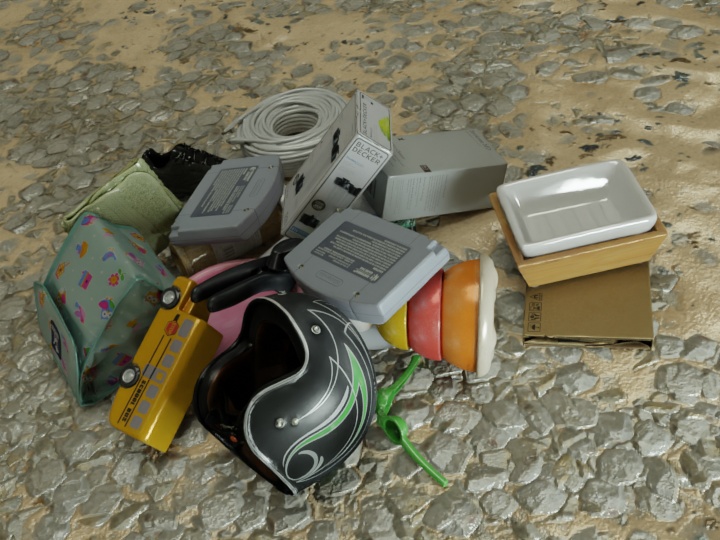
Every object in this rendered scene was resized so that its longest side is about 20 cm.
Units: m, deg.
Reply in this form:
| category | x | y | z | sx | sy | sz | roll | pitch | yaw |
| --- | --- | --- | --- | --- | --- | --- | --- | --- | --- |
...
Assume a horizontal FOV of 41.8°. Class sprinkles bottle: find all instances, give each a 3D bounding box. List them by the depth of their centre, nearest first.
| category | x | y | z | sx | sy | sz | roll | pitch | yaw |
| --- | --- | --- | --- | --- | --- | --- | --- | --- | --- |
| sprinkles bottle | -0.185 | -0.057 | 1.407 | 0.198 | 0.069 | 0.068 | -29 | 43 | -19 |

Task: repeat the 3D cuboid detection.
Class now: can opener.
| category | x | y | z | sx | sy | sz | roll | pitch | yaw |
| --- | --- | --- | --- | --- | --- | --- | --- | --- | --- |
| can opener | -0.145 | 0.009 | 1.209 | 0.063 | 0.080 | 0.199 | 20 | 27 | 31 |

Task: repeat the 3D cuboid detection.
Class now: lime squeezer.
| category | x | y | z | sx | sy | sz | roll | pitch | yaw |
| --- | --- | --- | --- | --- | --- | --- | --- | --- | --- |
| lime squeezer | 0.051 | 0.177 | 1.119 | 0.070 | 0.038 | 0.201 | 14 | 35 | -19 |

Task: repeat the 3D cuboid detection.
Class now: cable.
| category | x | y | z | sx | sy | sz | roll | pitch | yaw |
| --- | --- | --- | --- | --- | --- | --- | --- | --- | --- |
| cable | -0.108 | -0.233 | 1.591 | 0.198 | 0.070 | 0.200 | 20 | 49 | 30 |

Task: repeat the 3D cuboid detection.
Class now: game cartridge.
| category | x | y | z | sx | sy | sz | roll | pitch | yaw |
| --- | --- | --- | --- | --- | --- | --- | --- | --- | --- |
| game cartridge | -0.002 | -0.007 | 1.147 | 0.133 | 0.042 | 0.199 | -45 | 39 | -16 |
| game cartridge | -0.186 | -0.103 | 1.382 | 0.131 | 0.042 | 0.201 | 0 | 36 | 17 |

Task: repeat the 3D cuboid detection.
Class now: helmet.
| category | x | y | z | sx | sy | sz | roll | pitch | yaw |
| --- | --- | --- | --- | --- | --- | --- | --- | --- | --- |
| helmet | -0.074 | 0.130 | 1.062 | 0.198 | 0.201 | 0.191 | 25 | 66 | 35 |

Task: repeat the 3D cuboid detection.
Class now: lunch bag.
| category | x | y | z | sx | sy | sz | roll | pitch | yaw |
| --- | --- | --- | --- | --- | --- | --- | --- | --- | --- |
| lunch bag | -0.348 | 0.054 | 1.248 | 0.201 | 0.121 | 0.170 | -52 | 53 | 10 |

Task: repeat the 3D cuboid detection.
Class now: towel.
| category | x | y | z | sx | sy | sz | roll | pitch | yaw |
| --- | --- | --- | --- | --- | --- | --- | --- | --- | --- |
| towel | -0.324 | -0.068 | 1.339 | 0.148 | 0.200 | 0.037 | -39 | 64 | -3 |

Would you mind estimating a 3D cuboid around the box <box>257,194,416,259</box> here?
| category | x | y | z | sx | sy | sz | roll | pitch | yaw |
| --- | --- | --- | --- | --- | --- | --- | --- | --- | --- |
| box | -0.033 | -0.037 | 1.374 | 0.143 | 0.037 | 0.200 | 24 | 53 | 35 |

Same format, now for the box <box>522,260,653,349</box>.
| category | x | y | z | sx | sy | sz | roll | pitch | yaw |
| --- | --- | --- | --- | --- | --- | --- | --- | --- | --- |
| box | 0.298 | 0.022 | 1.236 | 0.161 | 0.021 | 0.202 | 0 | 42 | 14 |

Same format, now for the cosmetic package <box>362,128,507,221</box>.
| category | x | y | z | sx | sy | sz | roll | pitch | yaw |
| --- | --- | --- | --- | --- | --- | --- | --- | --- | --- |
| cosmetic package | 0.103 | -0.143 | 1.392 | 0.197 | 0.082 | 0.113 | -11 | 40 | -22 |

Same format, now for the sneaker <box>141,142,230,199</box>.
| category | x | y | z | sx | sy | sz | roll | pitch | yaw |
| --- | --- | --- | --- | --- | --- | --- | --- | --- | --- |
| sneaker | -0.267 | -0.162 | 1.531 | 0.196 | 0.092 | 0.077 | -4 | 39 | 7 |

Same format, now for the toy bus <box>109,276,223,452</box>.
| category | x | y | z | sx | sy | sz | roll | pitch | yaw |
| --- | --- | --- | --- | --- | --- | --- | --- | --- | --- |
| toy bus | -0.235 | 0.113 | 1.167 | 0.077 | 0.065 | 0.202 | 17 | 73 | 29 |

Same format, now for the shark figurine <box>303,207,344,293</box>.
| category | x | y | z | sx | sy | sz | roll | pitch | yaw |
| --- | --- | --- | --- | --- | --- | --- | --- | --- | --- |
| shark figurine | -0.018 | -0.002 | 1.245 | 0.214 | 0.129 | 0.089 | -39 | 20 | -33 |

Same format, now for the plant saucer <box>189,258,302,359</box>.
| category | x | y | z | sx | sy | sz | roll | pitch | yaw |
| --- | --- | --- | --- | --- | --- | --- | --- | --- | --- |
| plant saucer | -0.170 | 0.067 | 1.277 | 0.197 | 0.051 | 0.202 | -7 | 40 | 6 |

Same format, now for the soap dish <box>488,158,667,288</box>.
| category | x | y | z | sx | sy | sz | roll | pitch | yaw |
| --- | --- | --- | --- | --- | --- | --- | --- | --- | --- |
| soap dish | 0.285 | -0.062 | 1.256 | 0.197 | 0.082 | 0.159 | -12 | 41 | 0 |

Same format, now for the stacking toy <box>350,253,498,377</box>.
| category | x | y | z | sx | sy | sz | roll | pitch | yaw |
| --- | --- | --- | --- | --- | --- | --- | --- | --- | --- |
| stacking toy | 0.067 | 0.051 | 1.149 | 0.196 | 0.148 | 0.147 | 2 | 42 | 6 |

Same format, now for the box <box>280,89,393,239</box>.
| category | x | y | z | sx | sy | sz | roll | pitch | yaw |
| --- | --- | --- | --- | --- | --- | --- | --- | --- | --- |
| box | -0.034 | -0.138 | 1.320 | 0.060 | 0.200 | 0.118 | 26 | 34 | -21 |

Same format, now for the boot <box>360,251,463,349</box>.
| category | x | y | z | sx | sy | sz | roll | pitch | yaw |
| --- | --- | --- | --- | --- | --- | --- | --- | --- | --- |
| boot | 0.059 | 0.035 | 1.256 | 0.197 | 0.075 | 0.096 | -20 | 28 | -13 |
